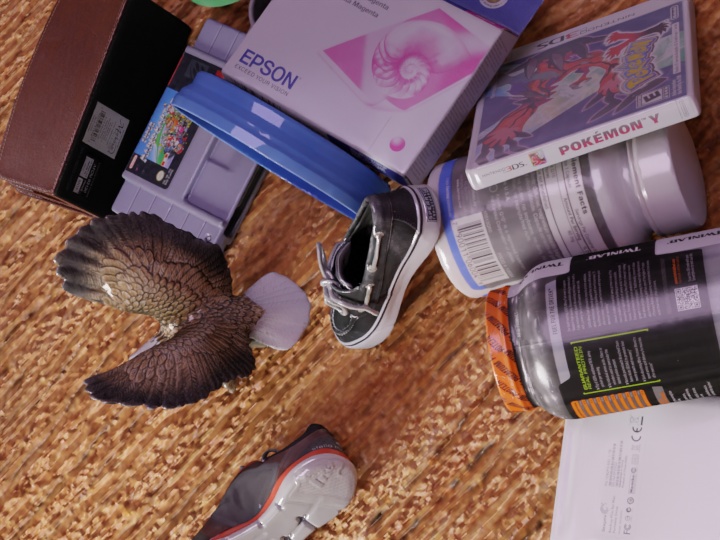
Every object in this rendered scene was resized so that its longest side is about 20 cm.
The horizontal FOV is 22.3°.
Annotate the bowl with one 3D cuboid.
[{"bbox_3d":[-0.063,-0.101,1.511,0.200,0.201,0.039,30,89,30],"label":"bowl"}]

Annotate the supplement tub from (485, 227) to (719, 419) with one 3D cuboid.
[{"bbox_3d":[0.201,0.043,1.369,0.199,0.123,0.123,-11,71,15],"label":"supplement tub"}]

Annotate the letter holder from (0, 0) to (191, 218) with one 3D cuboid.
[{"bbox_3d":[-0.270,-0.165,1.696,0.142,0.100,0.201,17,84,32],"label":"letter holder"}]

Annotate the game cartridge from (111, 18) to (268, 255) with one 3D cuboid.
[{"bbox_3d":[-0.135,-0.119,1.652,0.129,0.038,0.201,26,89,26],"label":"game cartridge"}]

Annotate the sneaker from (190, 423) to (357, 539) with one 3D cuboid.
[{"bbox_3d":[-0.086,0.204,1.527,0.200,0.077,0.082,-38,35,12],"label":"sneaker"}]

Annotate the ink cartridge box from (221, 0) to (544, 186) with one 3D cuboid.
[{"bbox_3d":[0.018,-0.193,1.494,0.196,0.043,0.200,30,82,25],"label":"ink cartridge box"}]

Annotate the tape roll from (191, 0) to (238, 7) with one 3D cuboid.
[{"bbox_3d":[-0.108,-0.336,1.651,0.200,0.048,0.201,-26,47,31],"label":"tape roll"}]

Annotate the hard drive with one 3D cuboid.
[{"bbox_3d":[0.247,0.160,1.380,0.199,0.026,0.133,3,77,28],"label":"hard drive"}]

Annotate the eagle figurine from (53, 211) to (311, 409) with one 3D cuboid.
[{"bbox_3d":[-0.150,0.046,1.512,0.151,0.200,0.151,25,89,24],"label":"eagle figurine"}]

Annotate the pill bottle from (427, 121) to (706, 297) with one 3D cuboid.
[{"bbox_3d":[0.162,-0.055,1.434,0.199,0.114,0.114,-15,69,22],"label":"pill bottle"}]

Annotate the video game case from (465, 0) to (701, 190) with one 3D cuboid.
[{"bbox_3d":[0.175,-0.145,1.430,0.181,0.023,0.200,-18,28,19],"label":"video game case"}]

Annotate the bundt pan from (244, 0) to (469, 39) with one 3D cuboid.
[{"bbox_3d":[0.007,-0.201,1.564,0.201,0.076,0.203,-6,67,14],"label":"bundt pan"}]

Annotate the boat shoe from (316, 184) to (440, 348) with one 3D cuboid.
[{"bbox_3d":[0.001,0.002,1.467,0.199,0.068,0.074,125,134,-56],"label":"boat shoe"}]
